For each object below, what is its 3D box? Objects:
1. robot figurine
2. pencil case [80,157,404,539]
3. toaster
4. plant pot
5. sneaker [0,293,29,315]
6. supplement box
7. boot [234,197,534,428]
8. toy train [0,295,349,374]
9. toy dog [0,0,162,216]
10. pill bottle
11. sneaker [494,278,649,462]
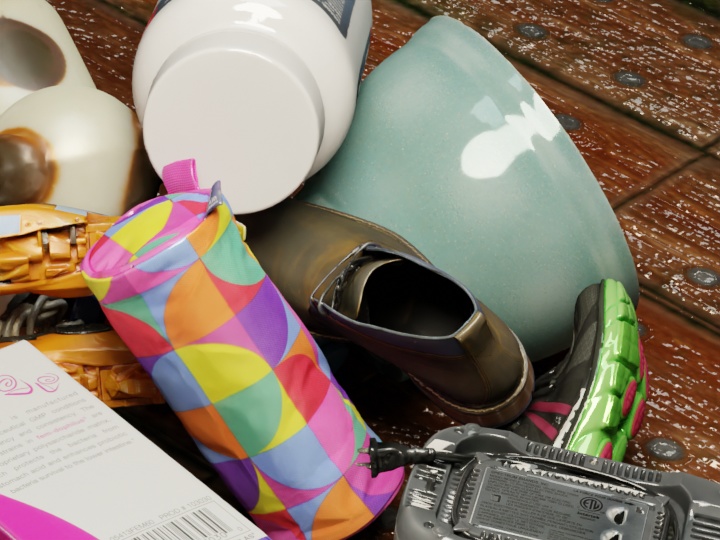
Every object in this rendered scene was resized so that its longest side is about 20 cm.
[{"bbox_3d":[-0.202,0.026,1.498,0.200,0.145,0.058,-5,8,-6],"label":"robot figurine"},{"bbox_3d":[-0.057,0.047,1.463,0.088,0.200,0.088,-26,21,11],"label":"pencil case"},{"bbox_3d":[0.086,0.160,1.384,0.200,0.129,0.114,12,32,5],"label":"toaster"},{"bbox_3d":[0.042,-0.021,1.623,0.134,0.200,0.200,-34,46,-11],"label":"plant pot"},{"bbox_3d":[-0.275,-0.012,1.571,0.200,0.089,0.077,-9,21,15],"label":"sneaker"},{"bbox_3d":[-0.143,0.134,1.397,0.101,0.103,0.200,-22,45,-37],"label":"supplement box"},{"bbox_3d":[0.000,0.000,1.489,0.200,0.097,0.075,30,76,22],"label":"boot"},{"bbox_3d":[-0.109,0.047,1.574,0.200,0.085,0.116,-29,65,-35],"label":"toy train"},{"bbox_3d":[-0.177,-0.074,1.635,0.139,0.194,0.200,0,24,-30],"label":"toy dog"},{"bbox_3d":[-0.058,-0.108,1.548,0.120,0.120,0.200,9,23,1],"label":"pill bottle"},{"bbox_3d":[0.096,0.084,1.512,0.084,0.077,0.200,8,55,21],"label":"sneaker"}]
